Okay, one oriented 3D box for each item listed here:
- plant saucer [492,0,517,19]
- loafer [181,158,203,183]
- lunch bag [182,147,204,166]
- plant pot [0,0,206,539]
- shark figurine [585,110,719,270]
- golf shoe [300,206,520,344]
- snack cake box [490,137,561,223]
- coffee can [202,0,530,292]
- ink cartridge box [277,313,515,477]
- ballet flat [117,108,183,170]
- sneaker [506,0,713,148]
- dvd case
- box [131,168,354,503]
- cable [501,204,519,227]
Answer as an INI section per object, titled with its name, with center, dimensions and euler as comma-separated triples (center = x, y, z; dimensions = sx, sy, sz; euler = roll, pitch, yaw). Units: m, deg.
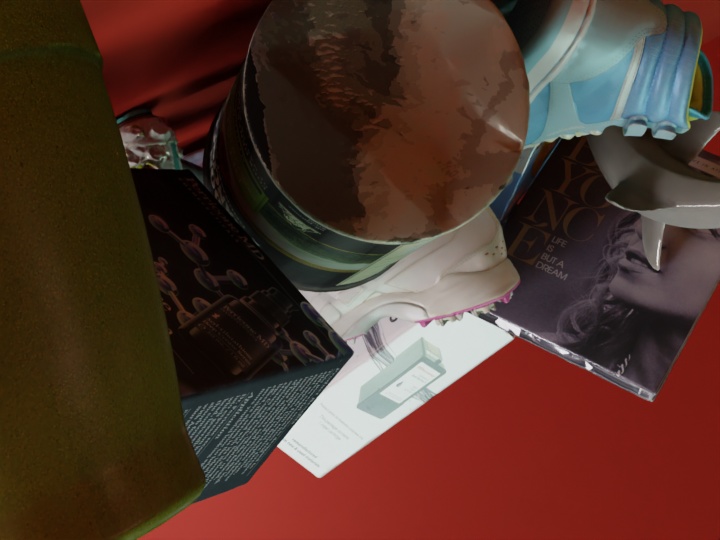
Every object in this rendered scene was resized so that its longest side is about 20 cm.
[plant saucer]
center = 0.078, -0.175, 0.886
dimensions = 0.198, 0.036, 0.200
euler = -27, 178, -1
[loafer]
center = -0.086, -0.021, 0.964
dimensions = 0.199, 0.070, 0.075
euler = 23, 179, -35
[lunch bag]
center = -0.123, 0.005, 1.069
dimensions = 0.198, 0.171, 0.127
euler = -25, -176, 1
[plant pot]
center = -0.149, 0.019, 0.500
dimensions = 0.199, 0.195, 0.200
euler = -26, 179, 0
[shark figurine]
center = 0.200, -0.055, 0.891
dimensions = 0.089, 0.130, 0.213
euler = -7, -170, -35
[golf shoe]
center = 0.000, 0.000, 0.936
dimensions = 0.197, 0.093, 0.075
euler = -14, -173, 3
[snack cake box]
center = 0.122, -0.127, 1.029
dimensions = 0.200, 0.067, 0.116
euler = -48, 166, -52
[coffee can]
center = -0.005, -0.073, 0.792
dimensions = 0.145, 0.148, 0.200
euler = -26, 178, -14
[ink cartridge box]
center = 0.006, 0.043, 1.149
dimensions = 0.199, 0.084, 0.146
euler = -37, -139, 13
[ballet flat]
center = -0.184, -0.028, 0.870
dimensions = 0.199, 0.065, 0.075
euler = -27, 180, 30
[sneaker]
center = 0.133, -0.098, 0.864
dimensions = 0.129, 0.080, 0.200
euler = 16, 155, -11
[dvd case]
center = 0.177, -0.020, 0.992
dimensions = 0.201, 0.147, 0.016
euler = -54, 158, -29
[box]
center = -0.121, 0.036, 0.723
dimensions = 0.107, 0.149, 0.199
euler = -49, 164, 19
[cable]
center = 0.159, -0.049, 1.080
dimensions = 0.197, 0.051, 0.164
euler = 9, -146, 9
